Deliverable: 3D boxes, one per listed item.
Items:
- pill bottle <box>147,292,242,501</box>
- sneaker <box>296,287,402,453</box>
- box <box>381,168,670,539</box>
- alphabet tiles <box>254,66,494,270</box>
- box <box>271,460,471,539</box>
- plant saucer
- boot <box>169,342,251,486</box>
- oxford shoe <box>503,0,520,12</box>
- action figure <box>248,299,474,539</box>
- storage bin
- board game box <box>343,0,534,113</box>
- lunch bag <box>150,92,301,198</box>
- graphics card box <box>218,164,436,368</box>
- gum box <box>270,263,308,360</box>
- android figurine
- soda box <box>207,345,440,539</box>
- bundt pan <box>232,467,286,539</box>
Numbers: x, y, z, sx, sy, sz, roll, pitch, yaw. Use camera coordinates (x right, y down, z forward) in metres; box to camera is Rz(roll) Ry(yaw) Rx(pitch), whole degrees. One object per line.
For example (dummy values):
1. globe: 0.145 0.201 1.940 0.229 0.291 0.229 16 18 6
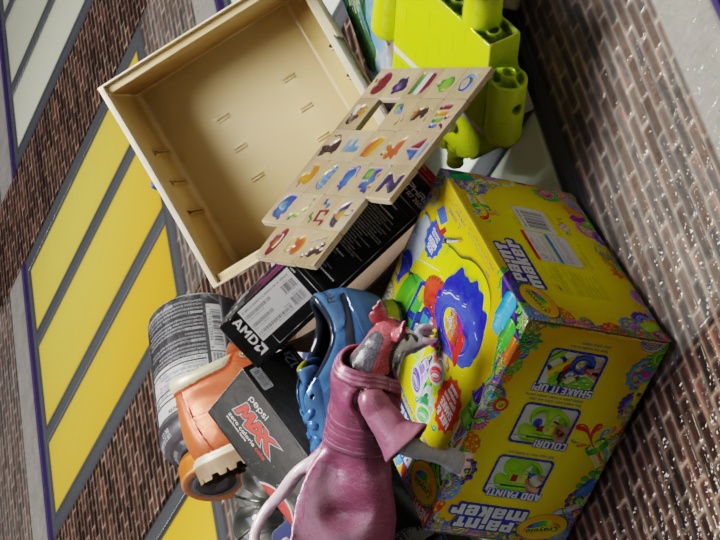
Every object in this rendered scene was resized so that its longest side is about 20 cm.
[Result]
1. pill bottle: -0.154 0.130 2.054 0.106 0.106 0.200 -53 36 43
2. sneaker: -0.022 0.112 1.545 0.066 0.078 0.201 7 90 64
3. box: 0.105 0.064 1.523 0.193 0.122 0.200 -67 28 27
4. alphabet tiles: 0.001 -0.081 1.580 0.200 0.008 0.167 -53 26 -15
5. box: 0.007 0.226 1.699 0.200 0.032 0.121 -43 67 42
6. plant saucer: 0.000 0.000 1.719 0.200 0.034 0.200 -40 18 16
7. boot: -0.067 0.098 1.777 0.075 0.200 0.107 96 150 -76
8. oxford shoe: 0.075 -0.236 1.761 0.200 0.070 0.075 -13 72 63
9. action figure: -0.005 0.109 1.440 0.134 0.148 0.200 -115 27 -60
10. storage bin: -0.086 -0.123 1.789 0.200 0.198 0.094 59 -170 1
11. board game box: 0.050 -0.218 1.723 0.200 0.041 0.200 5 118 65
12. lunch bag: -0.103 -0.131 1.942 0.136 0.132 0.200 -55 -2 37
13. graphics card box: -0.022 -0.013 1.621 0.200 0.051 0.125 -44 4 6
14. gum box: -0.027 0.005 1.881 0.114 0.066 0.200 -54 35 43
15. android figurine: 0.071 -0.169 1.626 0.182 0.041 0.200 48 150 31
16. soda box: -0.031 0.163 1.635 0.200 0.063 0.071 52 132 14
17. bundt pan: -0.057 0.217 1.856 0.202 0.076 0.202 -36 49 57
